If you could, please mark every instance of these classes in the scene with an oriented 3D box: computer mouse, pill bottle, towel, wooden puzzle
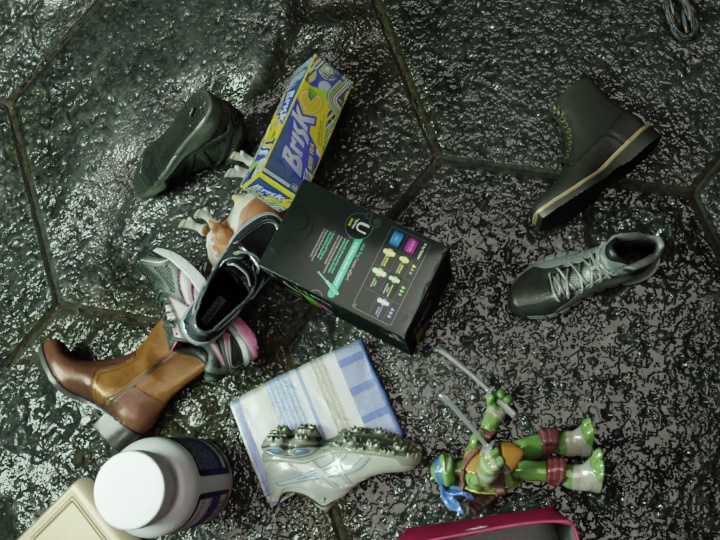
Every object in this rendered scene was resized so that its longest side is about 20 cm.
[{"bbox_3d":[0.431,-0.407,1.050,0.058,0.034,0.202,2,83,-8],"label":"computer mouse"},{"bbox_3d":[-0.231,0.254,0.912,0.110,0.200,0.112,-2,77,8],"label":"pill bottle"},{"bbox_3d":[-0.058,0.194,0.991,0.199,0.024,0.148,-26,75,2],"label":"towel"},{"bbox_3d":[-0.368,0.400,0.989,0.200,0.037,0.185,-43,75,-7],"label":"wooden puzzle"}]

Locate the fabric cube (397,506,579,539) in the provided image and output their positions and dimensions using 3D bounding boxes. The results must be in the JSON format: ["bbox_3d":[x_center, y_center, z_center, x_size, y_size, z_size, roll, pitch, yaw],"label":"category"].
[{"bbox_3d":[0.146,0.372,0.832,0.194,0.199,0.202,-11,77,7],"label":"fabric cube"}]

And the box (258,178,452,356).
[{"bbox_3d":[0.000,0.000,0.959,0.199,0.149,0.125,25,81,12],"label":"box"}]

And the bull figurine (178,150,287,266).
[{"bbox_3d":[-0.161,-0.060,1.029,0.121,0.065,0.201,39,75,-25],"label":"bull figurine"}]

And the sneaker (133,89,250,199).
[{"bbox_3d":[-0.227,-0.157,1.069,0.199,0.114,0.077,-40,56,27],"label":"sneaker"}]

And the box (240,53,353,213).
[{"bbox_3d":[-0.082,-0.181,1.016,0.070,0.064,0.201,32,63,-23],"label":"box"}]

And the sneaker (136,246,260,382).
[{"bbox_3d":[-0.221,0.058,0.979,0.200,0.081,0.086,42,61,12],"label":"sneaker"}]

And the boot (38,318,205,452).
[{"bbox_3d":[-0.303,0.106,1.024,0.188,0.069,0.200,44,86,15],"label":"boot"}]

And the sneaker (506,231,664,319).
[{"bbox_3d":[0.273,-0.004,0.937,0.199,0.116,0.076,-22,75,3],"label":"sneaker"}]

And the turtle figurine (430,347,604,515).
[{"bbox_3d":[0.178,0.188,0.897,0.192,0.144,0.202,0,81,4],"label":"turtle figurine"}]

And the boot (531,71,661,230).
[{"bbox_3d":[0.267,-0.155,1.000,0.199,0.078,0.139,-35,71,-14],"label":"boot"}]

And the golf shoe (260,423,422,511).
[{"bbox_3d":[-0.022,0.242,0.937,0.198,0.078,0.098,0,94,14],"label":"golf shoe"}]

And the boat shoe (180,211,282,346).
[{"bbox_3d":[-0.149,0.002,0.949,0.072,0.068,0.201,39,63,-7],"label":"boat shoe"}]
